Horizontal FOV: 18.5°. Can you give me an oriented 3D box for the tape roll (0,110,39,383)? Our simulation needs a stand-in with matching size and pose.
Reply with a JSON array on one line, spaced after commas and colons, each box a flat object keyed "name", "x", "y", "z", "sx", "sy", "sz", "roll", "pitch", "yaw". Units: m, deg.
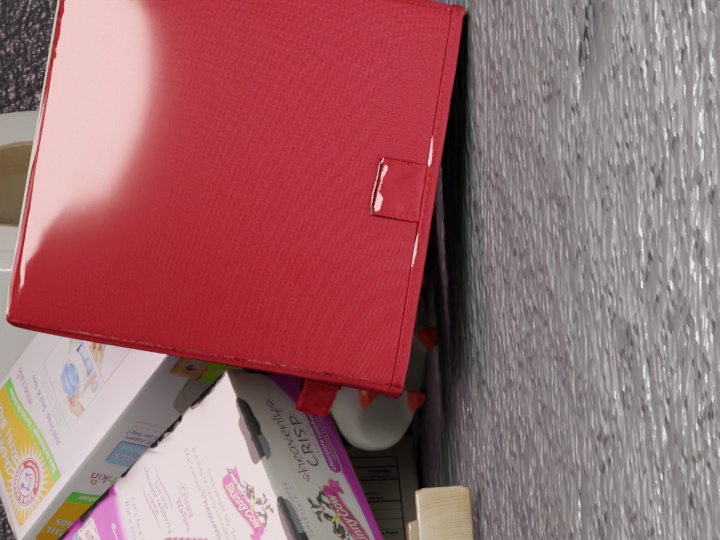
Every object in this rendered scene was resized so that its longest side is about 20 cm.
[{"name": "tape roll", "x": -0.207, "y": 0.003, "z": 1.421, "sx": 0.203, "sy": 0.202, "sz": 0.140, "roll": -98, "pitch": 6, "yaw": -58}]

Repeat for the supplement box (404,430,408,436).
[{"name": "supplement box", "x": -0.044, "y": 0.062, "z": 1.494, "sx": 0.200, "sy": 0.132, "sz": 0.198, "roll": 101, "pitch": 166, "yaw": -74}]

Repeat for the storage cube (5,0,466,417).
[{"name": "storage cube", "x": -0.059, "y": -0.041, "z": 1.036, "sx": 0.171, "sy": 0.179, "sz": 0.201, "roll": 150, "pitch": 130, "yaw": -86}]

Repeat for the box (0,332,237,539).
[{"name": "box", "x": -0.117, "y": 0.065, "z": 1.269, "sx": 0.200, "sy": 0.112, "sz": 0.102, "roll": -50, "pitch": 47, "yaw": 26}]

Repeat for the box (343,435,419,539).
[{"name": "box", "x": -0.024, "y": 0.210, "z": 1.304, "sx": 0.109, "sy": 0.127, "sz": 0.200, "roll": 92, "pitch": 175, "yaw": -47}]

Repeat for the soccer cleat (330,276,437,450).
[{"name": "soccer cleat", "x": -0.008, "y": 0.000, "z": 1.178, "sx": 0.077, "sy": 0.069, "sz": 0.201, "roll": -18, "pitch": 72, "yaw": 44}]

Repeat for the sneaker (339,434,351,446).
[{"name": "sneaker", "x": -0.003, "y": 0.000, "z": 1.290, "sx": 0.104, "sy": 0.060, "sz": 0.200, "roll": -114, "pitch": 25, "yaw": -43}]

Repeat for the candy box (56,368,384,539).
[{"name": "candy box", "x": -0.077, "y": 0.159, "z": 1.157, "sx": 0.200, "sy": 0.061, "sz": 0.137, "roll": -44, "pitch": 59, "yaw": 38}]

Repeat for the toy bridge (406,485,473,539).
[{"name": "toy bridge", "x": 0.037, "y": 0.157, "z": 1.093, "sx": 0.200, "sy": 0.027, "sz": 0.067, "roll": 98, "pitch": 168, "yaw": -74}]
